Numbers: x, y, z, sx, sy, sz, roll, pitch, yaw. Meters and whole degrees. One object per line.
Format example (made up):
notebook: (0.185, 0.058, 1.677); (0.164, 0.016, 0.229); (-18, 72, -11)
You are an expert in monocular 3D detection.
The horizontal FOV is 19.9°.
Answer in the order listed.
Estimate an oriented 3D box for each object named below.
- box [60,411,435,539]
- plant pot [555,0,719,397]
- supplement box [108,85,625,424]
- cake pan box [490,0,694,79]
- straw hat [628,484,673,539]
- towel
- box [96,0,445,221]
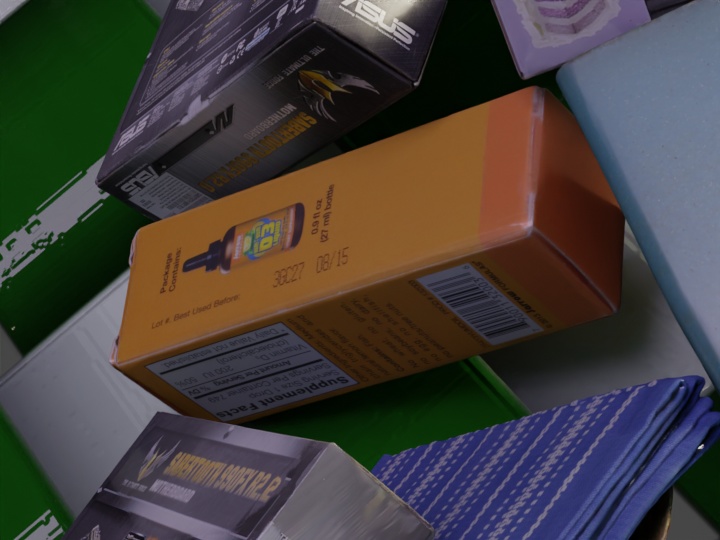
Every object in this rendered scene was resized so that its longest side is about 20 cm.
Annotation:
box: (-0.073, 0.128, 0.697); (0.159, 0.048, 0.200); (-52, 16, -15)
plant pot: (0.176, 0.015, 0.659); (0.141, 0.141, 0.201); (-25, 57, 10)
supplement box: (0.000, 0.000, 0.777); (0.199, 0.069, 0.067); (-16, 51, 32)
cake pan box: (0.144, -0.138, 0.762); (0.183, 0.053, 0.200); (-21, 10, 14)
straw hat: (0.042, 0.154, 0.654); (0.201, 0.085, 0.201); (-38, 10, 8)
towel: (0.022, 0.102, 0.663); (0.145, 0.024, 0.200); (-48, 12, -29)
box: (-0.024, -0.117, 0.834); (0.200, 0.048, 0.159); (-28, 37, 55)
